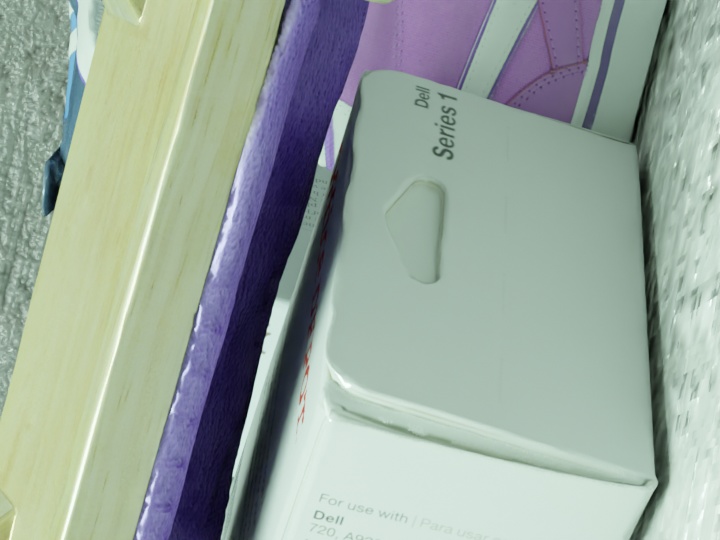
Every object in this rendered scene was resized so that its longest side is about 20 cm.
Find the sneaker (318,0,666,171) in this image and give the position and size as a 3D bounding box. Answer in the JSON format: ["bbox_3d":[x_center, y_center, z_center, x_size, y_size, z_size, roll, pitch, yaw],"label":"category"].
[{"bbox_3d":[0.038,-0.116,0.619,0.073,0.114,0.201,-160,84,-86],"label":"sneaker"}]

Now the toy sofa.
[{"bbox_3d":[-0.045,0.008,0.532,0.083,0.097,0.201,31,107,57],"label":"toy sofa"}]

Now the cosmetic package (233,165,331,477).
[{"bbox_3d":[0.000,0.000,0.782,0.200,0.101,0.071,-85,11,-62],"label":"cosmetic package"}]

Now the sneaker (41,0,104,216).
[{"bbox_3d":[-0.089,-0.078,0.909,0.200,0.080,0.147,-93,10,-48],"label":"sneaker"}]

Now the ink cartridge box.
[{"bbox_3d":[0.009,0.070,0.590,0.146,0.084,0.200,-84,10,-52],"label":"ink cartridge box"}]
